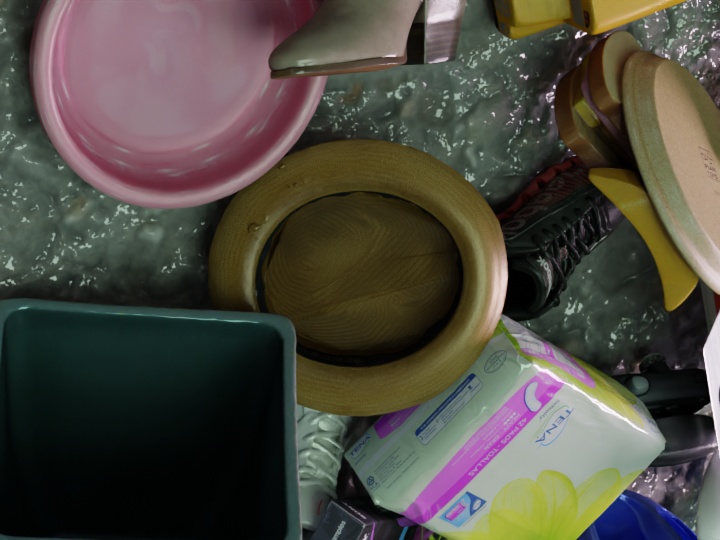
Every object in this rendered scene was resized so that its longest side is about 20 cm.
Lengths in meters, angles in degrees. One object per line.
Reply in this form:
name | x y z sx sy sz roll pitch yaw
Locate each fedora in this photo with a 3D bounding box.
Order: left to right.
fedora | 0.000 0.000 1.488 0.200 0.082 0.201 1 101 4

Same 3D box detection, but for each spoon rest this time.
spoon rest | 0.301 0.158 1.709 0.200 0.061 0.099 -56 131 -36

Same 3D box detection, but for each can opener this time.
can opener | 0.176 0.103 1.653 0.200 0.079 0.063 0 137 -18

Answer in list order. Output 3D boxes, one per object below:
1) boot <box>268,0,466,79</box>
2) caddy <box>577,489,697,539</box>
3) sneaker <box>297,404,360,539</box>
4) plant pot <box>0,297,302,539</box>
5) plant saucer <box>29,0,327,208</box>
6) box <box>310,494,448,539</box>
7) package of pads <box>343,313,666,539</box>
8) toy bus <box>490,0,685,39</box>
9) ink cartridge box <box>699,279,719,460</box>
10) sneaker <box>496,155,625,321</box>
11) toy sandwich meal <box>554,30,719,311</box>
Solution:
boot | 0.005 -0.200 1.394 0.200 0.070 0.146 -15 103 -54
caddy | 0.223 0.256 1.673 0.141 0.200 0.105 20 125 -31
sneaker | -0.037 0.140 1.541 0.078 0.099 0.200 19 103 -30
plant pot | -0.149 0.159 1.424 0.196 0.196 0.200 4 137 -8
plant saucer | -0.117 -0.140 1.404 0.200 0.051 0.201 -10 116 -22
box | -0.002 0.226 1.575 0.143 0.036 0.200 -62 157 10
package of pads | 0.107 0.122 1.551 0.155 0.068 0.200 -46 137 11
toy bus | 0.187 -0.214 1.508 0.200 0.078 0.065 -22 120 -17
ink cartridge box | 0.268 0.062 1.625 0.200 0.057 0.163 -51 136 -46
sneaker | 0.129 -0.017 1.556 0.200 0.098 0.071 -29 121 -15
toy sandwich meal | 0.208 -0.065 1.533 0.070 0.205 0.205 -24 129 26
